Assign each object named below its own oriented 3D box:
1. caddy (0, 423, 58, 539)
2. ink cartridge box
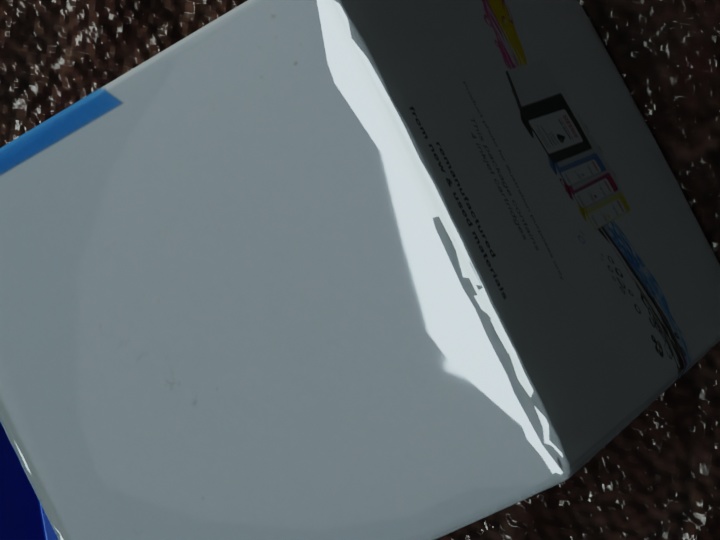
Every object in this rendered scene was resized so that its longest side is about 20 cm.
[{"bbox_3d":[-0.146,0.096,0.765,0.141,0.105,0.201,-6,99,23],"label":"caddy"},{"bbox_3d":[0.000,0.000,0.639,0.147,0.200,0.145,-28,88,24],"label":"ink cartridge box"}]
